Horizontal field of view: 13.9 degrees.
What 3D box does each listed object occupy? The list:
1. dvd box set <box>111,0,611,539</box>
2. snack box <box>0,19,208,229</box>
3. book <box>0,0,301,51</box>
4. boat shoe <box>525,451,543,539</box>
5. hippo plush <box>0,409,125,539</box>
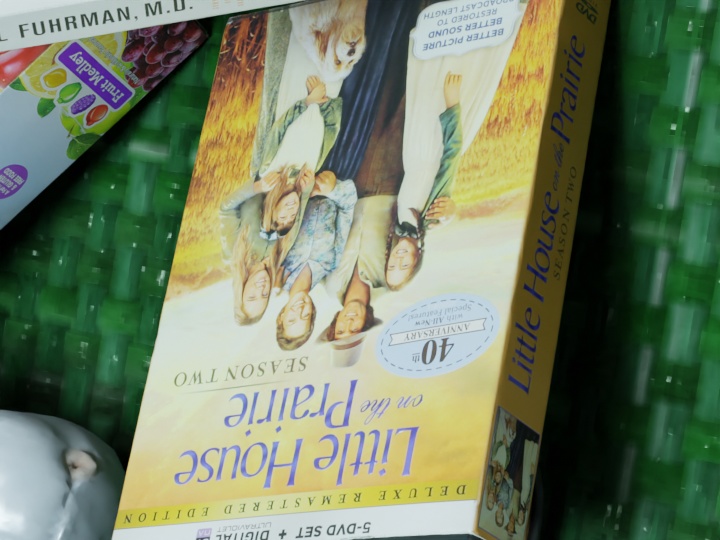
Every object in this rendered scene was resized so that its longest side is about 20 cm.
[{"bbox_3d":[0.000,0.000,0.938,0.146,0.029,0.200,-8,60,37],"label":"dvd box set"},{"bbox_3d":[-0.183,-0.081,1.069,0.200,0.068,0.169,-41,59,2],"label":"snack box"},{"bbox_3d":[-0.125,-0.129,0.923,0.200,0.048,0.134,-11,68,-5],"label":"book"},{"bbox_3d":[0.016,0.144,0.926,0.068,0.072,0.200,5,85,38],"label":"boat shoe"},{"bbox_3d":[-0.163,0.120,1.038,0.200,0.159,0.161,14,63,5],"label":"hippo plush"}]
